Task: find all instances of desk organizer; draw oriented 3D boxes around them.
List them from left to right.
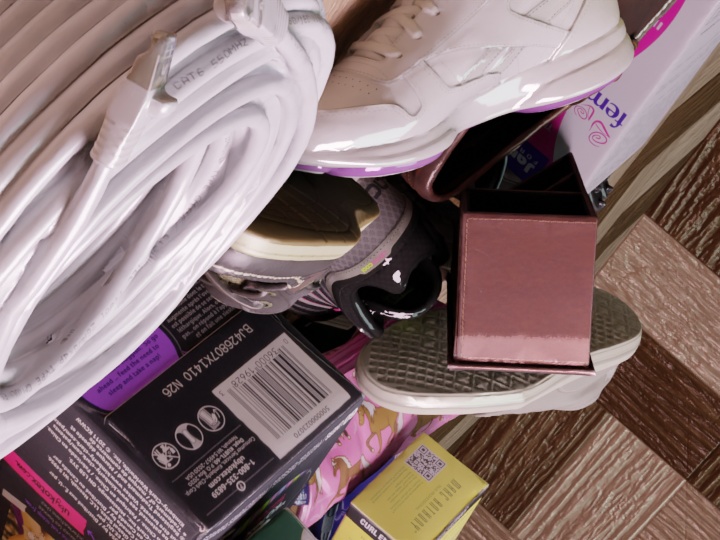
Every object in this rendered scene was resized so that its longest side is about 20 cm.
[{"bbox_3d":[0.082,-0.010,1.038,0.200,0.071,0.077,-80,172,-77],"label":"desk organizer"}]

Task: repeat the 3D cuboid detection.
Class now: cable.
[{"bbox_3d":[-0.090,-0.022,0.601,0.200,0.069,0.200,-50,172,10],"label":"cable"}]

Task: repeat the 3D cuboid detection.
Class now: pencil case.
[{"bbox_3d":[-0.011,0.078,1.100,0.086,0.083,0.200,-27,-179,38],"label":"pencil case"}]

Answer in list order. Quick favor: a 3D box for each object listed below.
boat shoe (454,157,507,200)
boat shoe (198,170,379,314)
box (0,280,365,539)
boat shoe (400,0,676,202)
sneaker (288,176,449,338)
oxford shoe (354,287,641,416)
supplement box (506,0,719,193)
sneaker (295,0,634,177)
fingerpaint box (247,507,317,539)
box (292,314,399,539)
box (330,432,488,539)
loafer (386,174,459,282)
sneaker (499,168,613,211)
[{"bbox_3d":[0.077,-0.105,1.080,0.073,0.062,0.200,-40,167,-35],"label":"boat shoe"},{"bbox_3d":[-0.041,-0.012,0.868,0.066,0.072,0.201,-56,174,13],"label":"boat shoe"},{"bbox_3d":[-0.101,0.106,0.956,0.122,0.106,0.200,-38,167,-40],"label":"box"},{"bbox_3d":[0.098,-0.108,0.985,0.200,0.070,0.070,-39,135,6],"label":"boat shoe"},{"bbox_3d":[0.000,0.000,1.064,0.074,0.087,0.200,-47,171,-14],"label":"sneaker"},{"bbox_3d":[0.076,0.055,1.098,0.200,0.075,0.058,-10,139,-42],"label":"oxford shoe"},{"bbox_3d":[0.145,-0.143,1.124,0.103,0.101,0.200,-41,168,-41],"label":"supplement box"},{"bbox_3d":[0.031,-0.104,0.883,0.200,0.100,0.075,-25,-156,-30],"label":"sneaker"},{"bbox_3d":[-0.077,0.207,0.933,0.167,0.073,0.200,-40,168,-13],"label":"fingerpaint box"},{"bbox_3d":[-0.037,0.120,1.244,0.200,0.079,0.142,-35,135,-58],"label":"box"},{"bbox_3d":[0.003,0.181,1.140,0.075,0.050,0.200,-40,163,-40],"label":"box"},{"bbox_3d":[0.036,-0.013,1.229,0.071,0.073,0.200,-50,171,2],"label":"loafer"},{"bbox_3d":[0.128,-0.115,1.290,0.200,0.090,0.067,-70,149,-41],"label":"sneaker"}]
